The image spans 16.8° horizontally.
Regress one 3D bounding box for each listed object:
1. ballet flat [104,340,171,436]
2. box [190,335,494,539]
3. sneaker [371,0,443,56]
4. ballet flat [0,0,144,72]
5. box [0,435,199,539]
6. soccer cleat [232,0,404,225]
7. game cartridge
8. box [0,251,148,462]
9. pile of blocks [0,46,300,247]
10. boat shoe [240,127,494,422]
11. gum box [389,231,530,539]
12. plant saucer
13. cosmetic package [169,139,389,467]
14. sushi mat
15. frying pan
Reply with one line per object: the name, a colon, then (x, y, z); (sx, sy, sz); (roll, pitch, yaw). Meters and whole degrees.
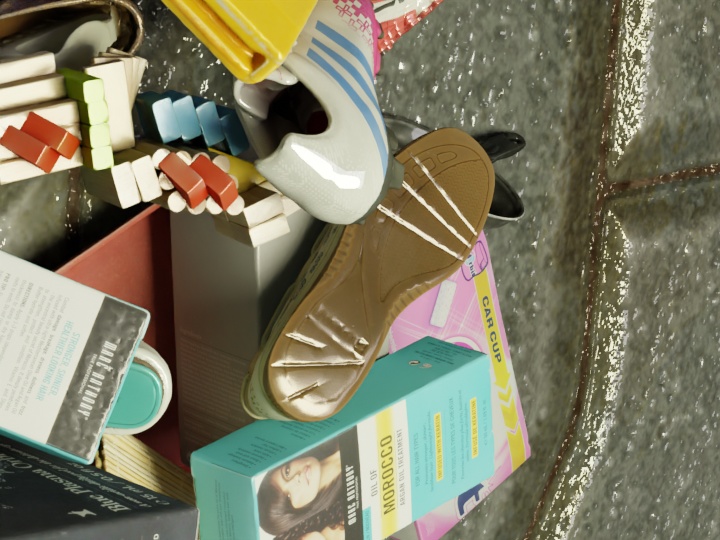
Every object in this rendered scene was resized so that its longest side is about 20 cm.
ballet flat: (-0.198, 0.040, 1.292); (0.200, 0.069, 0.069); (15, 92, -12)
box: (-0.006, 0.110, 1.377); (0.200, 0.049, 0.082); (-25, 120, -43)
sneaker: (0.000, -0.172, 1.453); (0.082, 0.078, 0.200); (52, 41, -6)
ballet flat: (-0.193, -0.107, 1.270); (0.200, 0.067, 0.068); (-31, 124, -38)
box: (-0.220, 0.158, 1.228); (0.200, 0.197, 0.118); (-5, 105, -47)
soccer cleat: (-0.032, -0.109, 1.292); (0.086, 0.200, 0.070); (26, 122, -33)
game cartridge: (-0.083, -0.207, 1.271); (0.176, 0.032, 0.200); (46, 30, -14)
box: (-0.214, 0.022, 1.213); (0.200, 0.049, 0.082); (24, 80, -13)
pile of blocks: (-0.104, -0.065, 1.250); (0.200, 0.062, 0.082); (13, 94, -32)
boat shoe: (0.000, 0.000, 1.354); (0.073, 0.063, 0.200); (47, 65, -14)
gum box: (0.038, 0.074, 1.586); (0.113, 0.066, 0.200); (-37, 127, -33)
plant saucer: (-0.112, 0.046, 1.434); (0.200, 0.037, 0.200); (-37, 127, -34)
cosmetic package: (-0.046, 0.019, 1.408); (0.107, 0.090, 0.200); (-20, 119, -39)
sushi mat: (-0.097, 0.147, 1.377); (0.200, 0.012, 0.096); (44, 25, -60)
frying pan: (0.052, -0.073, 1.565); (0.115, 0.190, 0.031); (29, 108, -8)
